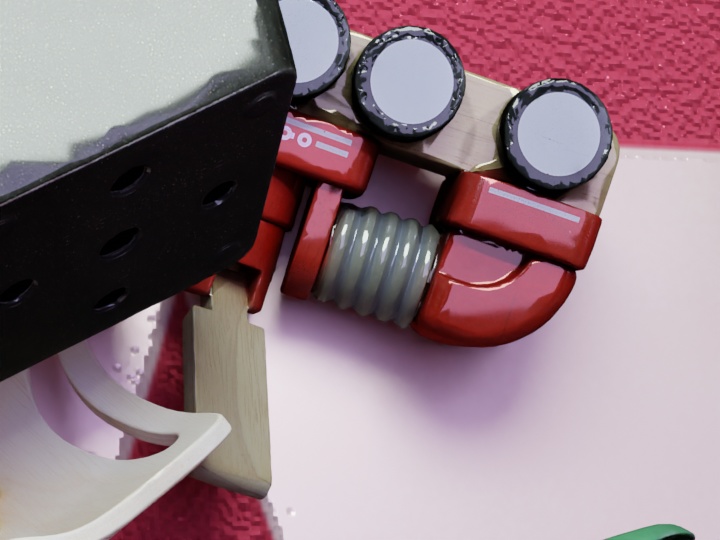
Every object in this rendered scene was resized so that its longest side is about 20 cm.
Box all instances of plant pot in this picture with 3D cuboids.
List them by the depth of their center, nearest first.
[{"bbox_3d":[-0.131,-0.077,0.873,0.199,0.200,0.178,-28,70,-24],"label":"plant pot"}]

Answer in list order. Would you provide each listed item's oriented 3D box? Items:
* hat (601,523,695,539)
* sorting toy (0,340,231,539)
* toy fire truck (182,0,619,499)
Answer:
[{"bbox_3d":[0.065,0.214,0.901,0.199,0.166,0.177,-24,75,7],"label":"hat"},{"bbox_3d":[-0.150,0.076,0.895,0.180,0.107,0.200,-31,43,-29],"label":"sorting toy"},{"bbox_3d":[0.000,0.000,0.993,0.175,0.129,0.201,19,87,-5],"label":"toy fire truck"}]
